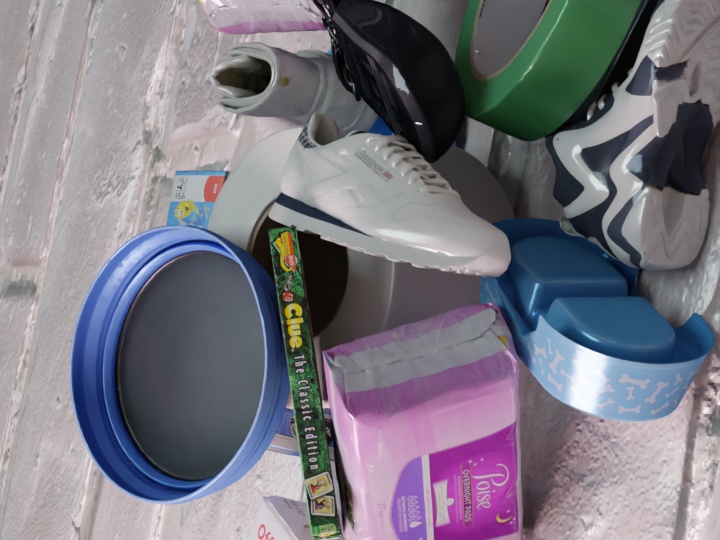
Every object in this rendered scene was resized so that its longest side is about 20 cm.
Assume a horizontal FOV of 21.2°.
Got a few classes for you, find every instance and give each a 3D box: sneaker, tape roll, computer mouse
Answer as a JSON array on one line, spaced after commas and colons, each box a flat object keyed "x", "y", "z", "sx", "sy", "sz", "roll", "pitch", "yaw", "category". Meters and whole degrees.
[{"x": -0.074, "y": -0.155, "z": 1.557, "sx": 0.200, "sy": 0.115, "sz": 0.074, "roll": 10, "pitch": 89, "yaw": 63, "category": "sneaker"}, {"x": 0.174, "y": -0.105, "z": 1.249, "sx": 0.129, "sy": 0.079, "sz": 0.200, "roll": 13, "pitch": 100, "yaw": 54, "category": "sneaker"}, {"x": 0.000, "y": 0.000, "z": 1.403, "sx": 0.202, "sy": 0.139, "sz": 0.203, "roll": -2, "pitch": 87, "yaw": 44, "category": "tape roll"}, {"x": 0.023, "y": -0.148, "z": 1.315, "sx": 0.200, "sy": 0.053, "sz": 0.139, "roll": 54, "pitch": 167, "yaw": 49, "category": "computer mouse"}, {"x": 0.020, "y": -0.047, "z": 1.242, "sx": 0.200, "sy": 0.076, "sz": 0.081, "roll": 20, "pitch": 92, "yaw": 41, "category": "sneaker"}, {"x": 0.129, "y": -0.188, "z": 1.289, "sx": 0.201, "sy": 0.048, "sz": 0.201, "roll": -57, "pitch": 20, "yaw": 35, "category": "tape roll"}]

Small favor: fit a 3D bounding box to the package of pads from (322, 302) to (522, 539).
[{"x": 0.045, "y": 0.119, "z": 1.255, "sx": 0.076, "sy": 0.120, "sz": 0.200, "roll": -112, "pitch": 12, "yaw": -45, "category": "package of pads"}]

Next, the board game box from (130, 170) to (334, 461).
[{"x": -0.079, "y": 0.039, "z": 1.521, "sx": 0.056, "sy": 0.200, "sz": 0.196, "roll": 2, "pitch": 78, "yaw": 38, "category": "board game box"}]

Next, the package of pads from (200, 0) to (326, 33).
[{"x": -0.038, "y": -0.273, "z": 1.485, "sx": 0.120, "sy": 0.076, "sz": 0.200, "roll": 6, "pitch": 56, "yaw": 35, "category": "package of pads"}]

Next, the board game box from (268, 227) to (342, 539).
[{"x": -0.036, "y": 0.078, "z": 1.278, "sx": 0.105, "sy": 0.023, "sz": 0.201, "roll": 104, "pitch": 158, "yaw": -80, "category": "board game box"}]

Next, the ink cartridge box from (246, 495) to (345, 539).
[{"x": -0.049, "y": 0.296, "z": 1.477, "sx": 0.145, "sy": 0.083, "sz": 0.200, "roll": 42, "pitch": 115, "yaw": 59, "category": "ink cartridge box"}]

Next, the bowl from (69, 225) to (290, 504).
[{"x": -0.129, "y": 0.068, "z": 1.390, "sx": 0.200, "sy": 0.039, "sz": 0.201, "roll": -5, "pitch": 81, "yaw": 38, "category": "bowl"}]

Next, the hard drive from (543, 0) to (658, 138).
[{"x": 0.149, "y": -0.178, "z": 1.380, "sx": 0.140, "sy": 0.033, "sz": 0.200, "roll": -64, "pitch": 30, "yaw": 22, "category": "hard drive"}]

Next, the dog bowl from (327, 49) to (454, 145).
[{"x": 0.012, "y": -0.123, "z": 1.574, "sx": 0.112, "sy": 0.049, "sz": 0.200, "roll": -67, "pitch": 30, "yaw": 16, "category": "dog bowl"}]

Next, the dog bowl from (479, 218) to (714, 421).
[{"x": 0.143, "y": 0.030, "z": 1.225, "sx": 0.200, "sy": 0.111, "sz": 0.050, "roll": -126, "pitch": 42, "yaw": -55, "category": "dog bowl"}]
